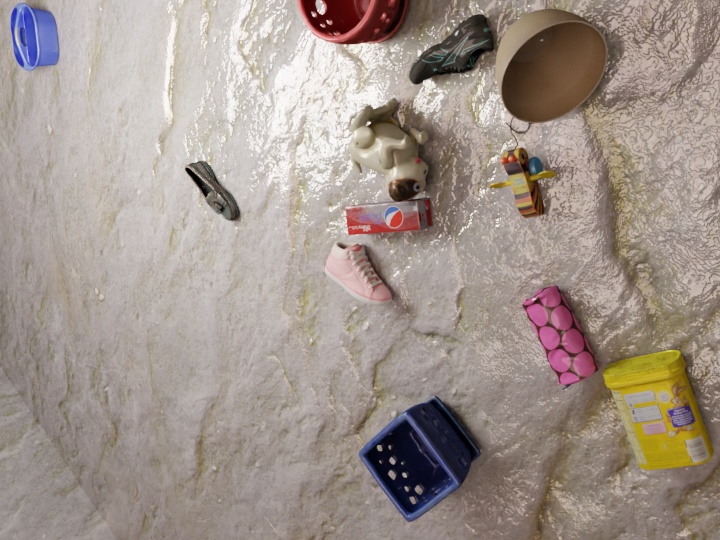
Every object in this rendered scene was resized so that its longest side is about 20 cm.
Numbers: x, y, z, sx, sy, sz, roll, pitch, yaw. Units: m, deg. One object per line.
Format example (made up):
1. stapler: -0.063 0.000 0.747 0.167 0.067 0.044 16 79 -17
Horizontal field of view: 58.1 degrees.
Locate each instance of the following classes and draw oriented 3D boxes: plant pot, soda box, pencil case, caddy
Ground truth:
1. plant pot: 0.149 0.423 1.510 0.201 0.179 0.200 51 123 13
2. plant pot: 0.331 -0.395 1.195 0.201 0.199 0.135 -49 38 32
3. soda box: 0.063 -0.124 1.498 0.198 0.063 0.071 -1 101 34
4. plant pot: -0.004 -0.575 1.353 0.198 0.182 0.203 9 107 32
5. pencil case: 0.404 0.134 1.327 0.093 0.090 0.202 -29 83 49
6. caddy: -1.042 -0.735 2.048 0.140 0.105 0.203 8 106 31

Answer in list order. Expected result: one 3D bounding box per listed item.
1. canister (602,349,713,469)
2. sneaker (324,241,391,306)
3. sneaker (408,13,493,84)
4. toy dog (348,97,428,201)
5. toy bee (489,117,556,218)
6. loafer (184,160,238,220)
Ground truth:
1. canister: 0.573 0.271 1.247 0.147 0.086 0.202 -20 92 35
2. sneaker: 0.000 0.000 1.563 0.199 0.075 0.106 33 123 27
3. sneaker: 0.184 -0.435 1.331 0.199 0.075 0.080 -31 87 35
4. toy dog: 0.065 -0.244 1.423 0.201 0.139 0.194 50 124 10
5. toy bee: 0.308 -0.198 1.289 0.131 0.108 0.201 -35 82 36
6. loafer: -0.418 -0.215 1.794 0.072 0.063 0.201 -44 77 33
